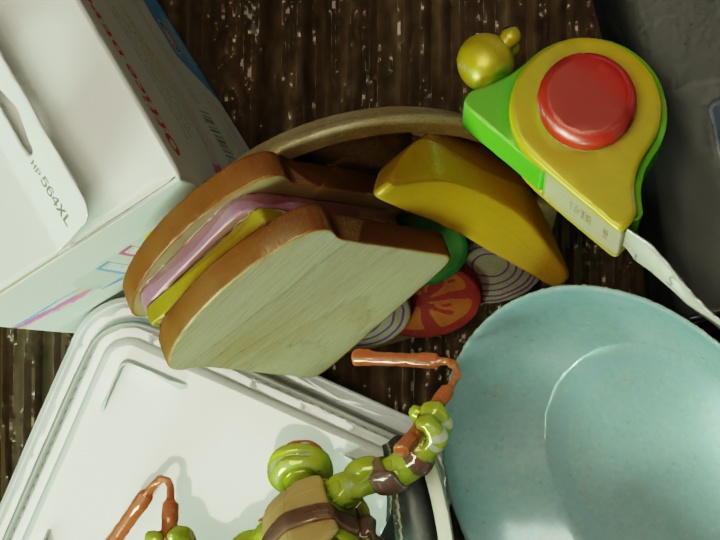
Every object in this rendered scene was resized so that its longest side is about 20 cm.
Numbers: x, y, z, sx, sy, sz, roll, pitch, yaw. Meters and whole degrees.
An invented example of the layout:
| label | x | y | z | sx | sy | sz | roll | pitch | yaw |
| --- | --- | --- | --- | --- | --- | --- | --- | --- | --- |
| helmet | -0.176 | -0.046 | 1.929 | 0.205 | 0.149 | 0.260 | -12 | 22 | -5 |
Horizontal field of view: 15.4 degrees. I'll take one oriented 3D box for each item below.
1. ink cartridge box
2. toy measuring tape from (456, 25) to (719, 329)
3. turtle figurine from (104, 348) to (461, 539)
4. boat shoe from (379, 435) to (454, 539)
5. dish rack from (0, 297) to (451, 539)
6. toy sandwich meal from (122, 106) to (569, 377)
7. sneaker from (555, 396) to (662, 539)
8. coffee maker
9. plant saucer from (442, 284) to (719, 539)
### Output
| label | x | y | z | sx | sy | sz | roll | pitch | yaw |
| --- | --- | --- | --- | --- | --- | --- | --- | --- | --- |
| ink cartridge box | -0.143 | -0.058 | 1.236 | 0.125 | 0.200 | 0.129 | -33 | 80 | 10 |
| toy measuring tape | 0.124 | -0.040 | 1.132 | 0.200 | 0.074 | 0.074 | 41 | 97 | 12 |
| turtle figurine | -0.030 | 0.130 | 1.177 | 0.200 | 0.161 | 0.064 | -27 | 125 | 17 |
| boat shoe | 0.013 | 0.173 | 1.226 | 0.067 | 0.072 | 0.200 | 1 | 100 | -5 |
| dish rack | -0.069 | 0.122 | 1.270 | 0.200 | 0.044 | 0.172 | 24 | 92 | -2 |
| toy sandwich meal | 0.000 | 0.000 | 1.203 | 0.205 | 0.205 | 0.070 | -22 | 57 | 11 |
| sneaker | 0.195 | 0.079 | 1.223 | 0.200 | 0.070 | 0.100 | -17 | 87 | 19 |
| coffee maker | 0.160 | -0.070 | 1.218 | 0.192 | 0.135 | 0.200 | -14 | 83 | 37 |
| plant saucer | 0.126 | 0.094 | 1.180 | 0.201 | 0.039 | 0.201 | 19 | 122 | 34 |
